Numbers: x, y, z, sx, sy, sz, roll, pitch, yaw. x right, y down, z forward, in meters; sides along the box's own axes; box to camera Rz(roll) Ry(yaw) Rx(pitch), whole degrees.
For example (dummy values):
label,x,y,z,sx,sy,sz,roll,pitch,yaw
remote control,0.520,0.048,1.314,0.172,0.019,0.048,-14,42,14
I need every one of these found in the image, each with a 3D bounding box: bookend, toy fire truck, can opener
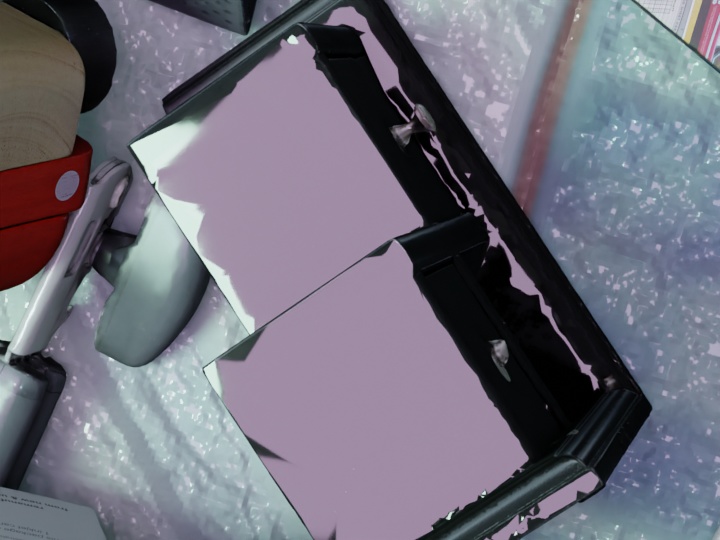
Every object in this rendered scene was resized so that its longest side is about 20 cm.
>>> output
label,x,y,z,sx,sy,sz,roll,pitch,yaw
bookend,0.000,0.000,0.934,0.092,0.199,0.200,-34,87,11
toy fire truck,-0.200,-0.021,0.998,0.176,0.129,0.200,29,118,31
can opener,-0.116,0.053,1.028,0.067,0.053,0.200,25,97,7

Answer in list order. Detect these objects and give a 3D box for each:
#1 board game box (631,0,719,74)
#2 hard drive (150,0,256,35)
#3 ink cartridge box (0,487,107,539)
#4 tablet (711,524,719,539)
label,x,y,z,sx,sy,sz,roll,pitch,yaw
board game box,0.192,-0.145,0.980,0.135,0.035,0.200,41,98,5
hard drive,-0.126,-0.157,0.983,0.200,0.135,0.042,23,74,8
ink cartridge box,-0.129,0.174,0.932,0.085,0.200,0.145,14,104,-18
tablet,0.171,0.152,1.009,0.130,0.014,0.200,29,96,6
